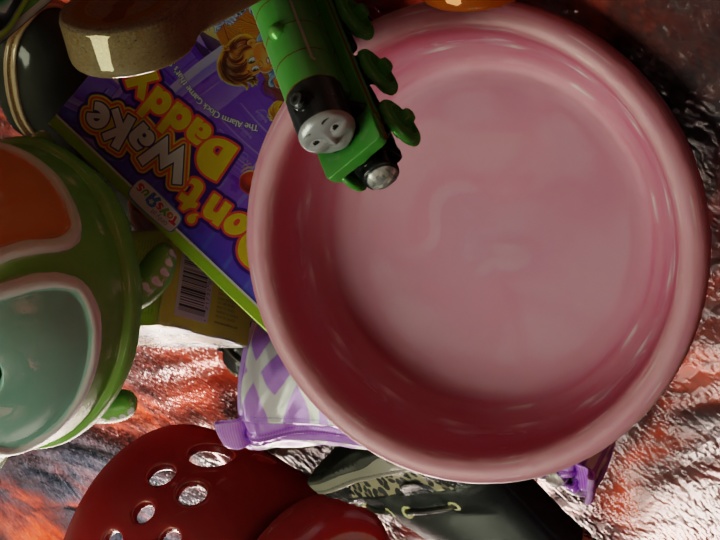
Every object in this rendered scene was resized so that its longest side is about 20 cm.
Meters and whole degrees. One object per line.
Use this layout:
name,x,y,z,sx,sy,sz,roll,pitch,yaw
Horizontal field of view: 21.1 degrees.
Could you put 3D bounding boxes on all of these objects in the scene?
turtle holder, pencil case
turtle holder,-0.187,0.027,0.884,0.185,0.131,0.141,-40,76,33
pencil case,0.035,0.065,0.962,0.199,0.086,0.084,6,146,21

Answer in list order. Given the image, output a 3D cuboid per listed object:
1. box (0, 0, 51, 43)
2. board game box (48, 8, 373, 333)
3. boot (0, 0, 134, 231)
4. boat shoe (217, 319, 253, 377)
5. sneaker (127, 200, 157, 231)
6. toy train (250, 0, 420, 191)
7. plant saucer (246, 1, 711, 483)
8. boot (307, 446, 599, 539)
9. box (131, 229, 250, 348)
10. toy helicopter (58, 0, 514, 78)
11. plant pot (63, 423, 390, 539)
box,-0.180,-0.163,0.875,0.035,0.200,0.110,19,146,45
board game box,-0.024,-0.050,0.886,0.200,0.135,0.045,43,-169,4
boot,-0.115,-0.070,1.096,0.138,0.078,0.200,26,164,28
boat shoe,-0.050,0.035,1.089,0.072,0.065,0.200,43,179,45
sneaker,-0.043,-0.029,0.976,0.200,0.112,0.071,46,157,-2
toy train,-0.029,-0.114,0.786,0.056,0.042,0.201,28,-149,-46
plant saucer,0.051,-0.013,0.814,0.200,0.201,0.051,40,-160,11
boot,0.057,0.148,1.153,0.154,0.074,0.203,45,158,-6
box,-0.153,0.010,0.988,0.199,0.051,0.075,0,169,37
toy helicopter,-0.035,-0.123,0.708,0.132,0.200,0.079,21,132,38
plant pot,-0.084,0.226,1.360,0.182,0.201,0.201,16,144,36
